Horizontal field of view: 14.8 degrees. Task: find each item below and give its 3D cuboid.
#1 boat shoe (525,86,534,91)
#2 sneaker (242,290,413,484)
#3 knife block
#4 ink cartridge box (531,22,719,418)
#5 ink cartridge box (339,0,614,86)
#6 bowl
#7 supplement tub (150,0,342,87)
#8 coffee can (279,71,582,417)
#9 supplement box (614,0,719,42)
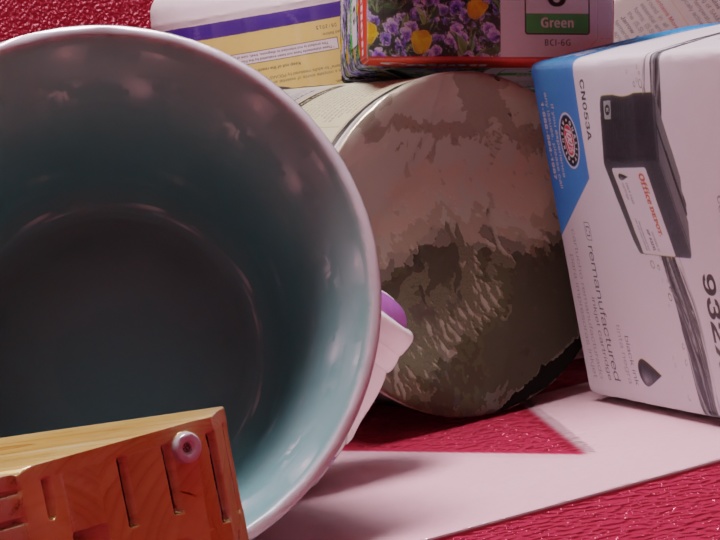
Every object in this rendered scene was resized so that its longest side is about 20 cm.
[{"bbox_3d":[0.102,-0.040,1.275,0.075,0.199,0.066,-47,-33,1],"label":"boat shoe"},{"bbox_3d":[-0.075,0.029,1.120,0.200,0.100,0.075,17,-11,42],"label":"sneaker"},{"bbox_3d":[-0.158,0.094,0.906,0.199,0.064,0.175,-14,8,-31],"label":"knife block"},{"bbox_3d":[0.152,-0.021,1.079,0.083,0.146,0.200,-12,6,-19],"label":"ink cartridge box"},{"bbox_3d":[0.052,-0.111,1.205,0.108,0.051,0.200,0,0,-5],"label":"ink cartridge box"},{"bbox_3d":[-0.093,0.022,1.012,0.200,0.202,0.105,-10,-13,-3],"label":"bowl"},{"bbox_3d":[-0.036,-0.073,1.612,0.145,0.201,0.145,-9,6,1],"label":"supplement tub"},{"bbox_3d":[0.000,-0.013,1.251,0.146,0.147,0.200,-13,7,-25],"label":"coffee can"},{"bbox_3d":[0.125,-0.087,1.450,0.200,0.126,0.074,-33,26,12],"label":"supplement box"}]
